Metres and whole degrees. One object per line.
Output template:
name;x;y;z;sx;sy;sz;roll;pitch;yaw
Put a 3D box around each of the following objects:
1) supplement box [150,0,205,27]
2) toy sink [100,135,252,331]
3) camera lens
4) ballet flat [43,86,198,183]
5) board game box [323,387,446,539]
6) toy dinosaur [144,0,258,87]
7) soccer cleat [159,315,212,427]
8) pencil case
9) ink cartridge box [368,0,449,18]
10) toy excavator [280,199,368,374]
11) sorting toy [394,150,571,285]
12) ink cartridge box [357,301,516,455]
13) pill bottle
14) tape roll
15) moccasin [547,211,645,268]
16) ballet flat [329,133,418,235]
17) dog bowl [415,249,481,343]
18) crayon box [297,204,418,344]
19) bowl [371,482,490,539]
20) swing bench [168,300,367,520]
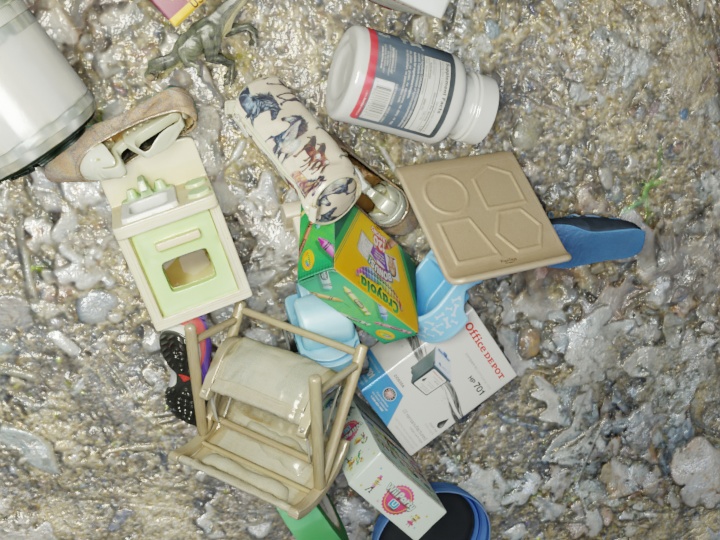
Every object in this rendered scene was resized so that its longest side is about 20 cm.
supplement box;-0.246;-0.376;0.938;0.086;0.110;0.200;-42;115;1
toy sink;-0.232;-0.048;1.063;0.130;0.112;0.201;-20;114;-9
camera lens;-0.402;-0.207;0.926;0.160;0.160;0.200;-34;115;-2
ballet flat;-0.282;-0.151;1.020;0.200;0.067;0.068;-34;152;-6
board game box;0.024;0.265;1.206;0.064;0.200;0.148;-43;115;1
toy dinosaur;-0.169;-0.278;1.023;0.200;0.048;0.088;-43;134;13
soccer cleat;-0.225;0.132;1.151;0.068;0.073;0.200;15;134;13
pencil case;-0.079;-0.145;1.031;0.089;0.200;0.078;-28;154;-21
ink cartridge box;0.029;-0.384;0.966;0.145;0.200;0.145;18;104;-22
toy excavator;-0.058;0.031;1.142;0.100;0.195;0.200;-12;141;-11
sorting toy;0.158;-0.071;1.127;0.185;0.200;0.037;-11;149;-23
ink cartridge box;0.104;0.147;1.251;0.200;0.086;0.147;-36;115;0
pill bottle;0.067;-0.226;1.082;0.199;0.120;0.120;11;106;-20
tape roll;-0.086;0.308;1.189;0.048;0.200;0.201;-31;115;-4
moccasin;0.315;-0.044;1.253;0.199;0.068;0.081;3;116;-16
ballet flat;0.008;-0.104;1.129;0.200;0.067;0.068;35;94;-25
dog bowl;0.129;0.005;1.181;0.050;0.111;0.200;38;91;-35
crayon box;0.000;0.000;1.106;0.058;0.119;0.200;-19;143;28
bowl;0.112;0.433;1.384;0.200;0.039;0.201;-5;111;-14
swing bench;-0.118;0.170;1.072;0.198;0.130;0.201;19;111;23
